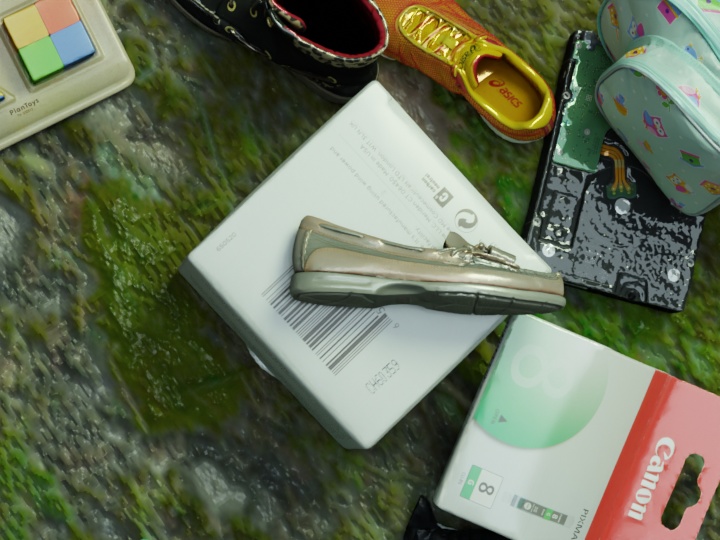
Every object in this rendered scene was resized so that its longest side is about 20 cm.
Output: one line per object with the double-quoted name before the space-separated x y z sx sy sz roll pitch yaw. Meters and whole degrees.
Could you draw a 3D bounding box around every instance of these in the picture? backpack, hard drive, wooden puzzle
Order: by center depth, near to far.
"backpack" 0.264 -0.149 1.557 0.153 0.176 0.201 -32 86 -13
"wooden puzzle" -0.295 -0.195 1.587 0.185 0.046 0.201 -27 90 -8
"hard drive" 0.211 -0.079 1.651 0.139 0.038 0.201 14 85 -7

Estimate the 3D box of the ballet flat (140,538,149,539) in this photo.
"ballet flat" -0.117 0.287 1.577 0.200 0.071 0.065 42 109 0

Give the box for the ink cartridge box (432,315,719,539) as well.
"ink cartridge box" 0.175 0.140 1.560 0.199 0.050 0.162 23 92 2

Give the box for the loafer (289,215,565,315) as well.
"loafer" 0.049 -0.005 1.479 0.199 0.072 0.063 3 78 -5

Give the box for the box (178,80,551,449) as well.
"box" 0.000 0.000 1.569 0.200 0.131 0.199 -44 93 -9

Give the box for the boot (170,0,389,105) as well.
"boot" -0.065 -0.202 1.565 0.200 0.151 0.073 36 82 -4

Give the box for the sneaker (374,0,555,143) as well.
"sneaker" 0.073 -0.177 1.617 0.199 0.077 0.073 34 83 6

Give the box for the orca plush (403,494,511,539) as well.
"orca plush" 0.136 0.218 1.602 0.199 0.071 0.106 24 83 -5
